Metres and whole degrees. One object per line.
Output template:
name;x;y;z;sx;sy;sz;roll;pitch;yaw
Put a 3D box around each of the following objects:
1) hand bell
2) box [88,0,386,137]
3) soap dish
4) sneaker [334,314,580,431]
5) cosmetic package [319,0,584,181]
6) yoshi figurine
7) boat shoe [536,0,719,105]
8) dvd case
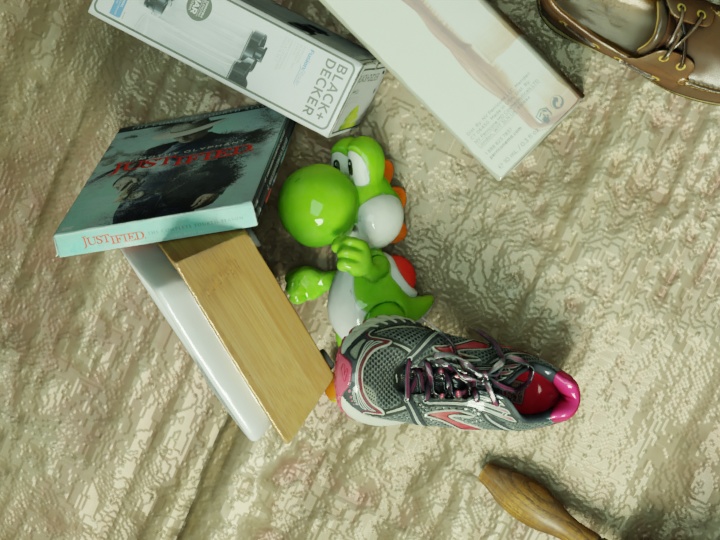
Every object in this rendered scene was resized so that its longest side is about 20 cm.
hand bell;0.173;0.209;1.309;0.200;0.104;0.104;33;103;17
box;-0.086;-0.171;1.272;0.200;0.117;0.060;27;102;4
soap dish;-0.101;0.021;1.250;0.081;0.200;0.157;-33;113;-6
sneaker;0.069;0.076;1.247;0.200;0.075;0.081;5;90;-34
cosmetic package;0.063;-0.166;1.254;0.200;0.103;0.087;45;101;0
yoshi figurine;-0.015;0.002;1.292;0.112;0.112;0.200;-5;94;17
boat shoe;0.219;-0.167;1.242;0.200;0.068;0.072;22;101;6
dvd case;-0.129;-0.070;1.254;0.146;0.200;0.022;-9;114;12
